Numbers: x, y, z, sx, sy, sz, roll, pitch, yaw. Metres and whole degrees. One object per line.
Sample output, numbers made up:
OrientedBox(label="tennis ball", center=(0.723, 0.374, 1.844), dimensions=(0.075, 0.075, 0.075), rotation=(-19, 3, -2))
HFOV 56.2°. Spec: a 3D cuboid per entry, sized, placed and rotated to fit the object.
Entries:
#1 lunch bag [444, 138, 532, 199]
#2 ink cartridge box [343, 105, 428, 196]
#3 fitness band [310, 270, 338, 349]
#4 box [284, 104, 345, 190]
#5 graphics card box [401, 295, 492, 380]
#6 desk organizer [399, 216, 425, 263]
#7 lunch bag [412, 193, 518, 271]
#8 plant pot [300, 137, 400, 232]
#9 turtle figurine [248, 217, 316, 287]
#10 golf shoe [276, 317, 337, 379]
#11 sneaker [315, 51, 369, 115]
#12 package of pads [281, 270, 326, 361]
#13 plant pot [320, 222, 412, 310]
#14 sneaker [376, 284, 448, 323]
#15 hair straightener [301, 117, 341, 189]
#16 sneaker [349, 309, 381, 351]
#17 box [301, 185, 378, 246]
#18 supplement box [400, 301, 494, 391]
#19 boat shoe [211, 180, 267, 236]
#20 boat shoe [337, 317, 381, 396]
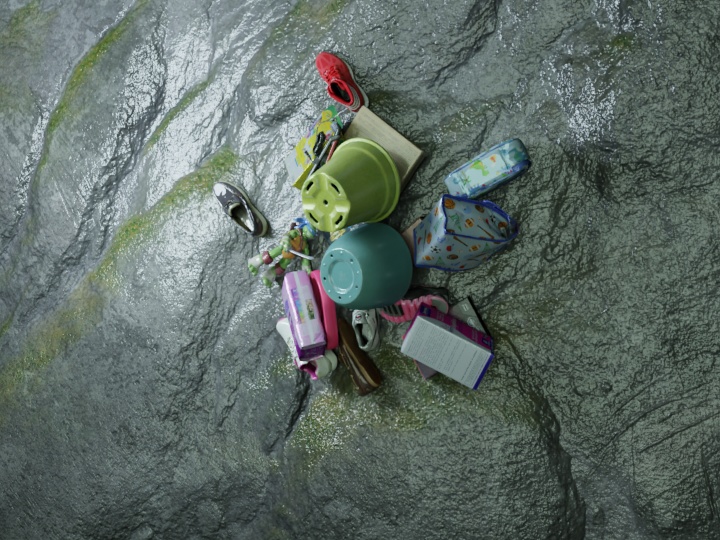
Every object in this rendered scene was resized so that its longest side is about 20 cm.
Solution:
OrientedBox(label="lunch bag", center=(0.299, -0.228, 1.565), dimensions=(0.197, 0.160, 0.084), rotation=(-28, 89, 18))
OrientedBox(label="ink cartridge box", center=(0.045, -0.282, 1.687), dimensions=(0.199, 0.075, 0.166), rotation=(39, 104, 12))
OrientedBox(label="fitness band", center=(-0.089, 0.098, 1.689), dimensions=(0.036, 0.144, 0.206), rotation=(-12, 113, -14))
OrientedBox(label="box", center=(-0.109, -0.311, 1.708), dimensions=(0.200, 0.048, 0.119), rotation=(-48, 40, 25))
OrientedBox(label="graphics card box", center=(0.213, 0.167, 1.664), dimensions=(0.197, 0.051, 0.128), rotation=(-31, 83, 16))
OrientedBox(label="desk organizer", center=(0.102, -0.041, 1.682), dimensions=(0.199, 0.072, 0.078), rotation=(-40, 83, 15))
OrientedBox(label="lunch bag", center=(0.241, -0.080, 1.553), dimensions=(0.194, 0.170, 0.127), rotation=(9, 64, -17))
OrientedBox(label="plant pot", center=(-0.036, -0.178, 1.529), dimensions=(0.196, 0.184, 0.206), rotation=(15, 119, 27))
OrientedBox(label="turtle figurine", center=(-0.182, -0.019, 1.735), dimensions=(0.191, 0.143, 0.204), rotation=(-31, 79, 15))
OrientedBox(label="golf shoe", center=(-0.152, 0.202, 1.756), dimensions=(0.198, 0.091, 0.076), rotation=(37, 133, 14))
OrientedBox(label="sneaker", center=(-0.060, -0.485, 1.687), dimensions=(0.078, 0.115, 0.201), rotation=(-45, 73, 14))
OrientedBox(label="package of pads", center=(-0.144, 0.116, 1.697), dimensions=(0.074, 0.121, 0.205), rotation=(-12, 66, -12))
OrientedBox(label="plant pot", center=(0.000, 0.000, 1.577), dimensions=(0.196, 0.159, 0.207), rotation=(8, 104, 34))
OrientedBox(label="sneaker", center=(0.130, 0.073, 1.673), dimensions=(0.194, 0.096, 0.081), rotation=(0, 125, 22))
OrientedBox(label="hair straightener", center=(-0.104, -0.279, 1.633), dimensions=(0.075, 0.041, 0.204), rotation=(25, 113, 1))
OrientedBox(label="sneaker", center=(0.012, 0.103, 1.708), dimensions=(0.072, 0.088, 0.206), rotation=(-9, 88, 19))
OrientedBox(label="box", center=(-0.038, -0.162, 1.686), dimensions=(0.198, 0.046, 0.161), rotation=(-33, 91, 40))
OrientedBox(label="supplement box", center=(0.204, 0.175, 1.574), dimensions=(0.196, 0.101, 0.105), rotation=(25, 110, 2))
OrientedBox(label="boat shoe", center=(-0.333, -0.169, 1.819), dimensions=(0.200, 0.065, 0.072), rotation=(47, 106, 12))
OrientedBox(label="boat shoe", center=(-0.024, 0.224, 1.730), dimensions=(0.070, 0.070, 0.203), rotation=(-37, 73, 28))
